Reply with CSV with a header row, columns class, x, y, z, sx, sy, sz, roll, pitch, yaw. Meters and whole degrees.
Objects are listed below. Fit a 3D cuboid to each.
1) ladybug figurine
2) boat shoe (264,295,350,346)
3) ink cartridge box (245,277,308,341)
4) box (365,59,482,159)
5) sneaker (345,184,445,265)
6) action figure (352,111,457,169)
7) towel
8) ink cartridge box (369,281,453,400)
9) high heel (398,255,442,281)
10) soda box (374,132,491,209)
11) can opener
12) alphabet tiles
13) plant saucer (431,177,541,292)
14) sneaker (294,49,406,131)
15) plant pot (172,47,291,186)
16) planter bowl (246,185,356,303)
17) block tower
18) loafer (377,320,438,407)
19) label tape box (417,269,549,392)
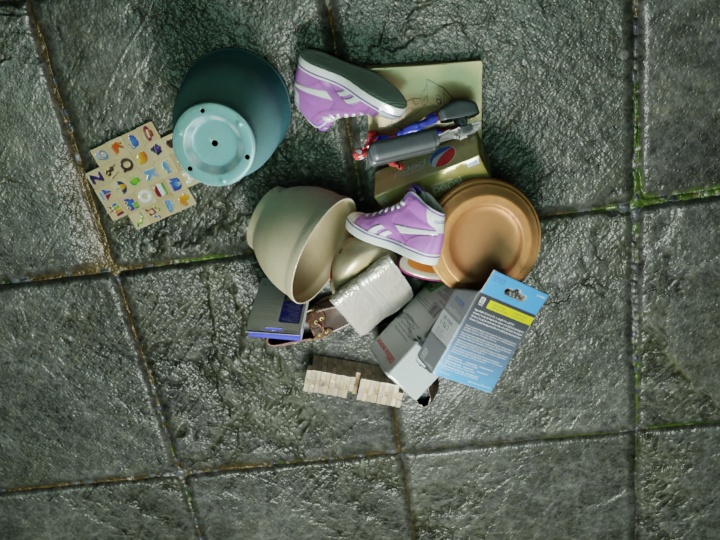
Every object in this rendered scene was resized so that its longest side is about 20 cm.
class,x,y,z,sx,sy,sz,roll,pitch,yaw
ladybug figurine,0.000,0.000,1.528,0.134,0.073,0.201,-31,155,-10
boat shoe,-0.089,0.103,1.624,0.195,0.071,0.072,-17,115,11
ink cartridge box,-0.147,0.077,1.538,0.097,0.201,0.040,5,116,1
box,0.108,-0.269,1.440,0.194,0.021,0.167,-1,118,5
sneaker,0.062,-0.093,1.422,0.198,0.072,0.117,21,108,35
action figure,0.076,-0.211,1.409,0.195,0.100,0.066,-16,116,15
towel,0.025,0.049,1.518,0.131,0.035,0.200,-37,155,1
ink cartridge box,0.122,0.115,1.541,0.200,0.147,0.083,-46,110,3
high heel,0.149,-0.012,1.510,0.195,0.096,0.069,-11,81,-20
soda box,0.121,-0.160,1.453,0.196,0.069,0.064,-19,132,20
can opener,0.101,-0.223,1.364,0.195,0.053,0.069,-15,84,-11
alphabet tiles,-0.389,-0.169,1.531,0.196,0.006,0.169,-21,115,14
plant saucer,0.207,-0.050,1.417,0.194,0.038,0.206,-1,105,-2
sneaker,-0.020,-0.272,1.397,0.198,0.073,0.116,29,128,15
plant pot,-0.219,-0.236,1.382,0.194,0.189,0.205,1,118,2
planter bowl,-0.114,-0.064,1.481,0.133,0.200,0.204,28,119,17
block tower,-0.013,0.218,1.690,0.195,0.058,0.055,10,119,-4
loafer,0.098,0.184,1.654,0.072,0.072,0.202,-27,114,17
label tape box,0.207,0.093,1.436,0.142,0.063,0.203,21,105,-34
